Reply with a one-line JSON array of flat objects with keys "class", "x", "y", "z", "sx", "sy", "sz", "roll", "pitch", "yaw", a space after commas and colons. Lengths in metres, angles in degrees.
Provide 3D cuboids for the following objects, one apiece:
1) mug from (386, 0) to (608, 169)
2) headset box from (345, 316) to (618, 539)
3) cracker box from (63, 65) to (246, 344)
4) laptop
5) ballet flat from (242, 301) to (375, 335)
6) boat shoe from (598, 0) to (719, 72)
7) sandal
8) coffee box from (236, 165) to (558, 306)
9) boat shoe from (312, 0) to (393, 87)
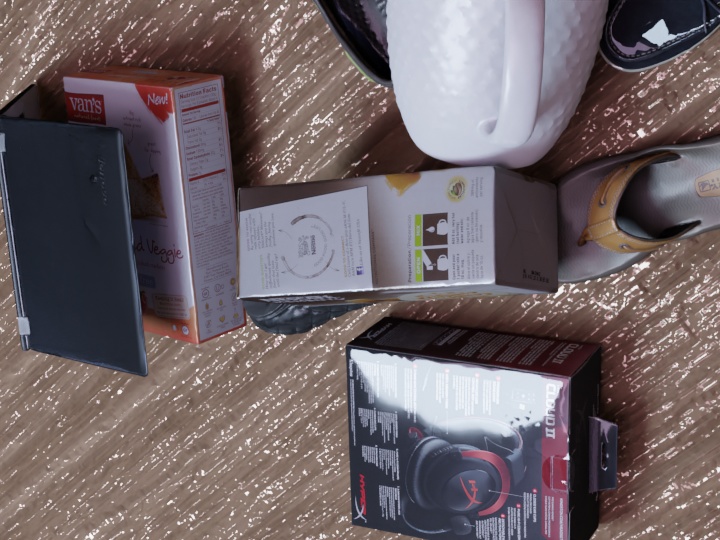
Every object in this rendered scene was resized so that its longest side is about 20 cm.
[{"class": "mug", "x": 0.089, "y": -0.154, "z": 1.036, "sx": 0.146, "sy": 0.200, "sz": 0.177, "roll": 3, "pitch": 113, "yaw": -6}, {"class": "headset box", "x": 0.093, "y": 0.125, "z": 1.192, "sx": 0.198, "sy": 0.075, "sz": 0.150, "roll": 6, "pitch": 109, "yaw": 26}, {"class": "cracker box", "x": -0.161, "y": -0.054, "z": 1.258, "sx": 0.133, "sy": 0.057, "sz": 0.202, "roll": 10, "pitch": 111, "yaw": 42}, {"class": "laptop", "x": -0.216, "y": -0.037, "z": 1.260, "sx": 0.114, "sy": 0.200, "sz": 0.189, "roll": -2, "pitch": 107, "yaw": 2}, {"class": "ballet flat", "x": 0.000, "y": 0.000, "z": 1.225, "sx": 0.198, "sy": 0.057, "sz": 0.067, "roll": -17, "pitch": 70, "yaw": 26}, {"class": "boat shoe", "x": 0.225, "y": -0.196, "z": 1.028, "sx": 0.199, "sy": 0.062, "sz": 0.075, "roll": -35, "pitch": 90, "yaw": 33}, {"class": "sandal", "x": 0.198, "y": -0.041, "z": 1.095, "sx": 0.198, "sy": 0.055, "sz": 0.083, "roll": -14, "pitch": 99, "yaw": 31}, {"class": "coffee box", "x": 0.025, "y": -0.020, "z": 1.115, "sx": 0.198, "sy": 0.114, "sz": 0.081, "roll": -3, "pitch": 84, "yaw": 28}, {"class": "boat shoe", "x": -0.011, "y": -0.220, "z": 1.143, "sx": 0.071, "sy": 0.060, "sz": 0.202, "roll": -34, "pitch": 89, "yaw": 31}]
